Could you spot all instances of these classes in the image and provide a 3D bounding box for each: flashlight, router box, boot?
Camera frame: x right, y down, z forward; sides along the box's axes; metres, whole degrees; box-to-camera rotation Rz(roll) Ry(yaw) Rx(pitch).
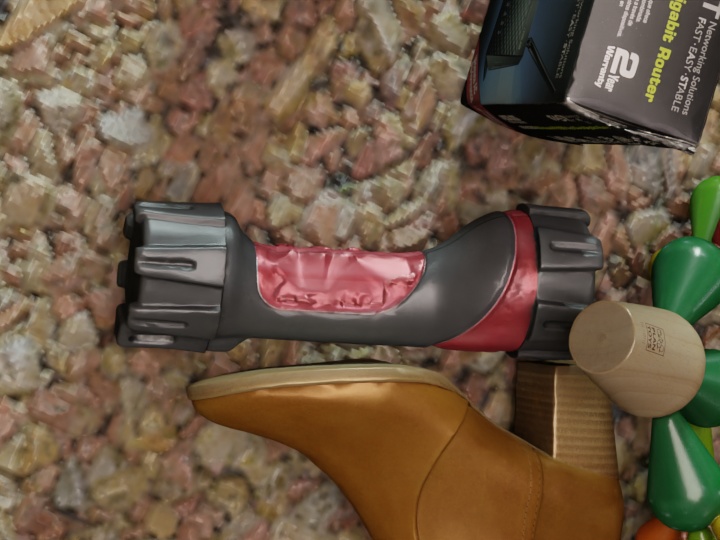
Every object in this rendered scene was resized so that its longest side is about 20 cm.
[{"bbox_3d":[0.000,0.000,1.049,0.199,0.068,0.068,5,66,-14],"label":"flashlight"},{"bbox_3d":[0.114,-0.151,1.025,0.062,0.150,0.201,16,89,-15],"label":"router box"},{"bbox_3d":[0.022,0.111,1.058,0.200,0.071,0.145,1,90,-20],"label":"boot"}]

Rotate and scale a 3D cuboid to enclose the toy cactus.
[{"bbox_3d":[0.146,0.051,1.054,0.165,0.102,0.201,24,75,-55],"label":"toy cactus"}]
